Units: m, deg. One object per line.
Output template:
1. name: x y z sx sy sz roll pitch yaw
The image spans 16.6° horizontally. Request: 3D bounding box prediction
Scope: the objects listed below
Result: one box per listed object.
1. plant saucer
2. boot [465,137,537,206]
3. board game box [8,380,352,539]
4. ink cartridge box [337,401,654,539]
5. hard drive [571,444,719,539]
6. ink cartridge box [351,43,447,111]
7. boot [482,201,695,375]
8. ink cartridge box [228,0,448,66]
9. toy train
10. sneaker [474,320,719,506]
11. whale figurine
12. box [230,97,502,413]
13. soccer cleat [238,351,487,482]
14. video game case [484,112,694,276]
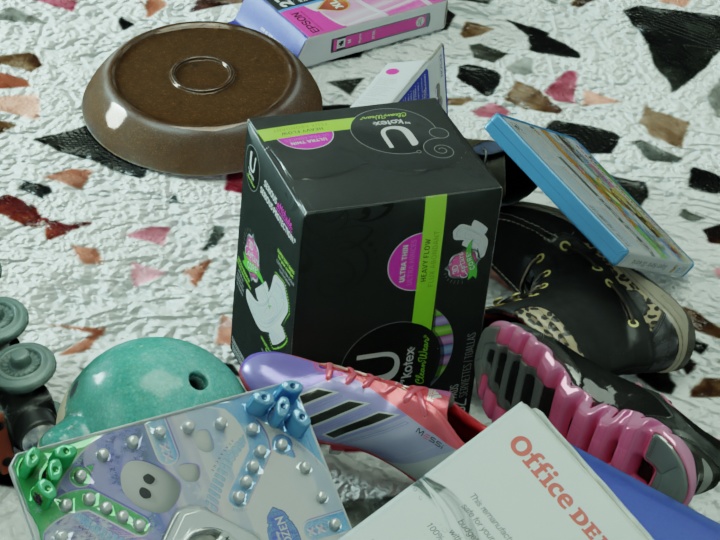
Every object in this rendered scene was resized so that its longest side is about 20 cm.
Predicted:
1. plant saucer: -0.131 -0.151 2.036 0.200 0.035 0.200 0 40 0
2. boot: 0.062 -0.082 1.839 0.097 0.075 0.200 -2 1 25
3. board game box: -0.092 0.178 1.518 0.200 0.026 0.200 -14 71 -26
4. ink cartridge box: 0.067 0.198 1.458 0.200 0.083 0.147 -35 67 -12
5. hard drive: 0.145 0.180 1.544 0.200 0.025 0.132 28 50 21
6. ink cartridge box: 0.018 -0.095 1.927 0.037 0.095 0.200 11 35 23
7. boot: 0.129 0.024 1.800 0.200 0.073 0.150 39 37 28
8. ink cartridge box: -0.029 -0.225 2.173 0.200 0.037 0.095 -20 44 -30
9. toy train: -0.276 0.067 1.689 0.114 0.085 0.200 -23 46 -15
10. sneaker: 0.164 0.096 1.662 0.200 0.079 0.095 37 31 32
11. whale figurine: -0.128 0.128 1.589 0.159 0.104 0.200 22 41 -20
12. box: 0.000 0.000 1.715 0.148 0.200 0.124 -9 38 -20
13. soccer cleat: 0.016 0.095 1.639 0.200 0.077 0.067 29 27 -10
14. video game case: 0.174 -0.054 1.847 0.143 0.018 0.200 48 14 17
